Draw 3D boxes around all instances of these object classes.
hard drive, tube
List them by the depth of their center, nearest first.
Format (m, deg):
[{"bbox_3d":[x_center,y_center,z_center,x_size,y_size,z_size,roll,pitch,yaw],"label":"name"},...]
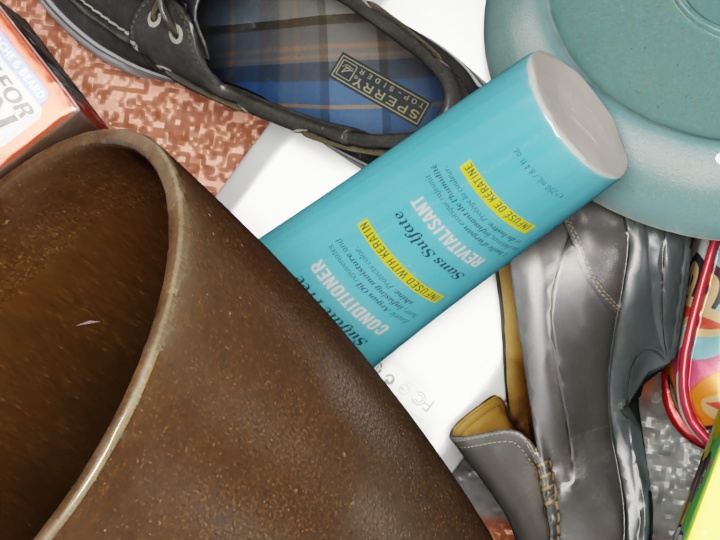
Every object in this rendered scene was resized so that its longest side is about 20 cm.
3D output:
[{"bbox_3d":[0.000,0.000,0.879,0.200,0.050,0.077,-36,104,27],"label":"tube"},{"bbox_3d":[0.013,-0.007,0.949,0.132,0.026,0.200,36,88,3],"label":"hard drive"}]

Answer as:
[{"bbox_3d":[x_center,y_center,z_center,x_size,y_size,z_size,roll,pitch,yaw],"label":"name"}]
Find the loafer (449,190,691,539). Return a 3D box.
[{"bbox_3d":[0.066,0.062,0.912,0.072,0.073,0.200,5,93,-12],"label":"loafer"}]

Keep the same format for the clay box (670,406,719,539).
[{"bbox_3d":[0.163,0.097,0.848,0.115,0.048,0.200,20,88,4],"label":"clay box"}]

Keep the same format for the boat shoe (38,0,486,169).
[{"bbox_3d":[-0.043,-0.088,0.916,0.200,0.066,0.070,32,88,18],"label":"boat shoe"}]

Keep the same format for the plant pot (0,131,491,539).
[{"bbox_3d":[-0.048,0.086,0.826,0.200,0.187,0.187,35,88,-30],"label":"plant pot"}]

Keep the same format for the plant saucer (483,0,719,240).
[{"bbox_3d":[0.142,-0.100,0.902,0.200,0.027,0.200,-4,57,7],"label":"plant saucer"}]

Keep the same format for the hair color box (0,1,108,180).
[{"bbox_3d":[-0.190,-0.015,0.912,0.200,0.111,0.064,-39,88,0],"label":"hair color box"}]

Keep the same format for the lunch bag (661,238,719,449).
[{"bbox_3d":[0.217,0.001,0.916,0.200,0.082,0.176,15,87,3],"label":"lunch bag"}]
